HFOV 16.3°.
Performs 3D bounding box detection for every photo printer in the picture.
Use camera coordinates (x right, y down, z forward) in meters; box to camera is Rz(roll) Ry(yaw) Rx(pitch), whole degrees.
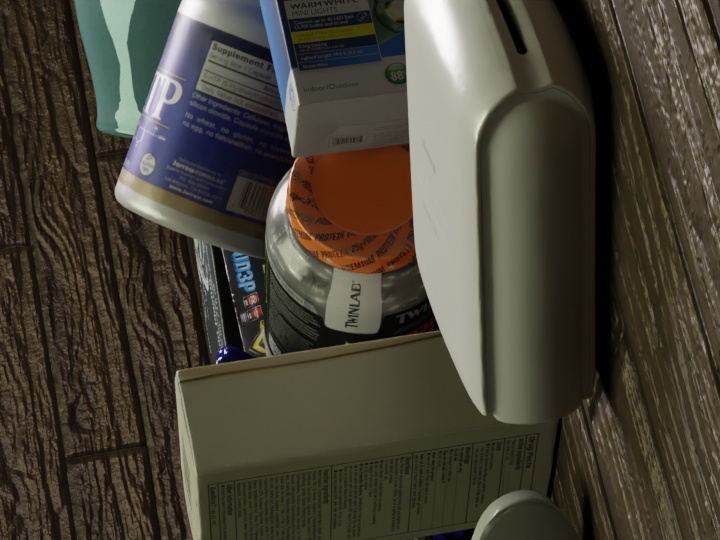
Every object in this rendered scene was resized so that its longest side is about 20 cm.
[{"bbox_3d":[0.067,-0.052,1.221,0.167,0.069,0.201,-110,13,-54],"label":"photo printer"}]

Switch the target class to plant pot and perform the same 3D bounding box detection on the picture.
[{"bbox_3d":[-0.115,-0.186,1.794,0.200,0.198,0.190,-141,54,-78],"label":"plant pot"}]

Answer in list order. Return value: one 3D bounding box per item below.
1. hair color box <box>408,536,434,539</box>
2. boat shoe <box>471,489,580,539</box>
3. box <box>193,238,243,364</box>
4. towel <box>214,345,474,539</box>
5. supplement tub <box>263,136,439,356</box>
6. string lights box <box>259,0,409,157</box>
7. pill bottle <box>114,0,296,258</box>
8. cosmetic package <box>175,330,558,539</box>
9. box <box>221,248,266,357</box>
[{"bbox_3d":[0.013,0.222,1.576,0.200,0.109,0.065,61,-172,-69],"label":"hair color box"},{"bbox_3d":[0.087,0.202,1.345,0.064,0.070,0.202,-119,20,-65],"label":"boat shoe"},{"bbox_3d":[-0.075,-0.023,2.095,0.197,0.123,0.202,-177,78,-84],"label":"box"},{"bbox_3d":[-0.015,0.123,1.601,0.050,0.199,0.148,-61,-2,-15],"label":"towel"},{"bbox_3d":[0.000,0.000,1.567,0.200,0.121,0.123,94,165,-62],"label":"supplement tub"},{"bbox_3d":[-0.009,-0.171,1.515,0.059,0.102,0.201,98,161,-59],"label":"string lights box"},{"bbox_3d":[-0.073,-0.120,1.622,0.120,0.119,0.201,-138,67,-78],"label":"pill bottle"},{"bbox_3d":[0.002,0.096,1.378,0.104,0.198,0.073,93,165,-52],"label":"cosmetic package"},{"bbox_3d":[-0.046,0.061,1.803,0.201,0.046,0.160,-106,-7,-50],"label":"box"}]
